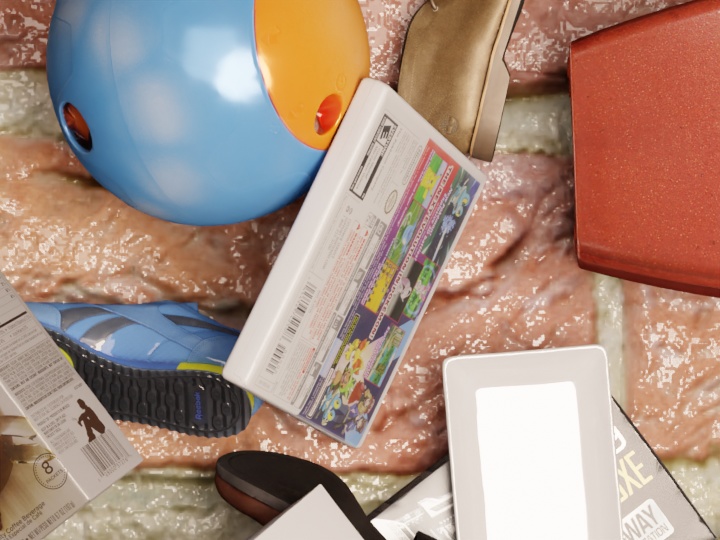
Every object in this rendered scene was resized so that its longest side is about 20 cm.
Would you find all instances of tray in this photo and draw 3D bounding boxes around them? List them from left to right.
[{"bbox_3d":[0.111,0.151,1.579,0.107,0.022,0.201,-4,87,-6],"label":"tray"}]

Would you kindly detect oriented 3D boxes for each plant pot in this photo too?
[{"bbox_3d":[0.220,-0.074,1.574,0.175,0.200,0.201,-2,87,4],"label":"plant pot"}]

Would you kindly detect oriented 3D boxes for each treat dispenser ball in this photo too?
[{"bbox_3d":[-0.093,-0.128,1.530,0.200,0.201,0.202,0,87,-6],"label":"treat dispenser ball"}]

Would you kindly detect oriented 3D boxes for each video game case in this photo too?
[{"bbox_3d":[0.000,0.000,1.554,0.023,0.182,0.201,22,84,27],"label":"video game case"}]

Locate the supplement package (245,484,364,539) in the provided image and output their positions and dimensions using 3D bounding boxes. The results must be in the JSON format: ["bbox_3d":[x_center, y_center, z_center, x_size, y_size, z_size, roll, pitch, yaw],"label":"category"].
[{"bbox_3d":[-0.074,0.261,1.480,0.200,0.151,0.152,-41,87,34],"label":"supplement package"}]

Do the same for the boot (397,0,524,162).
[{"bbox_3d":[0.071,-0.177,1.620,0.075,0.074,0.201,12,88,5],"label":"boot"}]

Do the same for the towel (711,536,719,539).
[{"bbox_3d":[0.295,0.212,1.619,0.199,0.023,0.144,-21,116,-10],"label":"towel"}]

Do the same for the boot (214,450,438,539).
[{"bbox_3d":[-0.039,0.231,1.578,0.188,0.069,0.201,26,113,2],"label":"boot"}]

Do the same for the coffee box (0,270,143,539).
[{"bbox_3d":[-0.246,0.078,1.540,0.113,0.080,0.200,-38,89,27],"label":"coffee box"}]

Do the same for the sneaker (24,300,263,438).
[{"bbox_3d":[-0.151,0.050,1.595,0.199,0.079,0.066,12,128,8],"label":"sneaker"}]

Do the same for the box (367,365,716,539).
[{"bbox_3d":[0.109,0.178,1.614,0.200,0.050,0.158,-36,91,-6],"label":"box"}]
